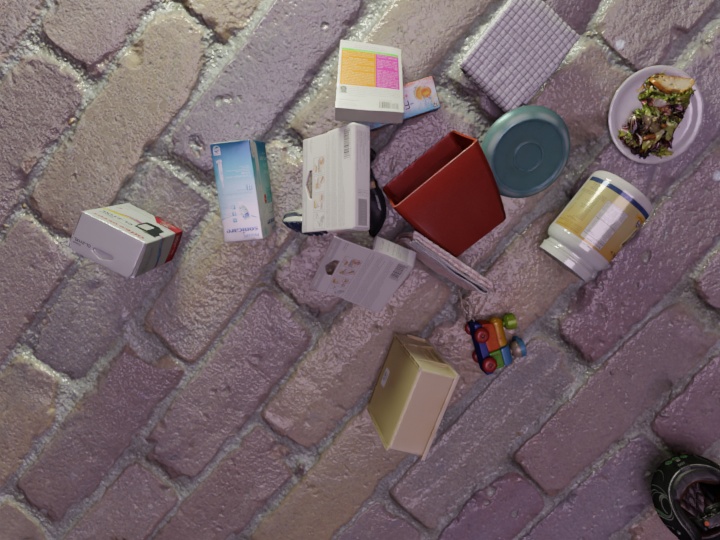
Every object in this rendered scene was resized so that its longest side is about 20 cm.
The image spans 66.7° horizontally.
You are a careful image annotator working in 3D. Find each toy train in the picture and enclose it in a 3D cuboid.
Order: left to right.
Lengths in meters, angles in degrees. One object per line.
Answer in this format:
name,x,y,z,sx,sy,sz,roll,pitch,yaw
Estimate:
toy train,0.299,0.122,1.233,0.115,0.085,0.202,-17,100,-5

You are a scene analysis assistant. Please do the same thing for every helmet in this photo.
helmet,0.760,0.520,1.234,0.198,0.191,0.202,-7,68,18

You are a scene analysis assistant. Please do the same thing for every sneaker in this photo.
sneaker,-0.077,-0.132,1.204,0.198,0.077,0.086,-6,67,18

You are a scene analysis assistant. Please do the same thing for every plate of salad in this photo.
plate of salad,0.624,-0.326,1.147,0.198,0.048,0.202,0,101,1

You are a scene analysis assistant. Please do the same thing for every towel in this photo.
towel,0.170,-0.016,1.152,0.199,0.191,0.032,34,90,-4
towel,0.316,-0.443,1.118,0.165,0.086,0.200,36,105,-13

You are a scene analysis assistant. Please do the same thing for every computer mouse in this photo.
computer mouse,0.031,-0.168,1.155,0.046,0.140,0.202,-10,101,-4

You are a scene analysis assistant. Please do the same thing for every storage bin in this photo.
storage bin,0.105,0.268,1.209,0.093,0.199,0.202,16,102,-18

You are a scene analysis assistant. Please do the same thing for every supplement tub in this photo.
supplement tub,0.488,-0.091,1.148,0.144,0.144,0.201,36,100,-5

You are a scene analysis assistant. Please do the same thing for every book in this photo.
book,0.019,-0.378,1.096,0.132,0.202,0.048,3,145,-1

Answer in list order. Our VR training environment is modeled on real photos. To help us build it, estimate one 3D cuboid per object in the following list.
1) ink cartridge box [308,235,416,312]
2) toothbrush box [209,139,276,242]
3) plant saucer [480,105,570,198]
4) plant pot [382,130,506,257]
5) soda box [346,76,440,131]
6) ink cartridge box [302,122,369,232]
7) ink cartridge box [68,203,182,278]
ink cartridge box,0.000,0.000,1.167,0.175,0.045,0.200,21,142,-9
toothbrush box,-0.244,-0.170,1.160,0.084,0.146,0.202,-5,100,3
plant saucer,0.350,-0.243,1.151,0.198,0.027,0.202,-3,118,-5
plant pot,0.184,-0.148,1.134,0.199,0.200,0.177,-38,108,9
soda box,0.065,-0.344,1.156,0.198,0.064,0.069,-16,100,6
ink cartridge box,-0.052,-0.178,1.105,0.044,0.175,0.202,1,90,-39
ink cartridge box,-0.489,-0.068,1.161,0.145,0.200,0.083,27,101,-3
